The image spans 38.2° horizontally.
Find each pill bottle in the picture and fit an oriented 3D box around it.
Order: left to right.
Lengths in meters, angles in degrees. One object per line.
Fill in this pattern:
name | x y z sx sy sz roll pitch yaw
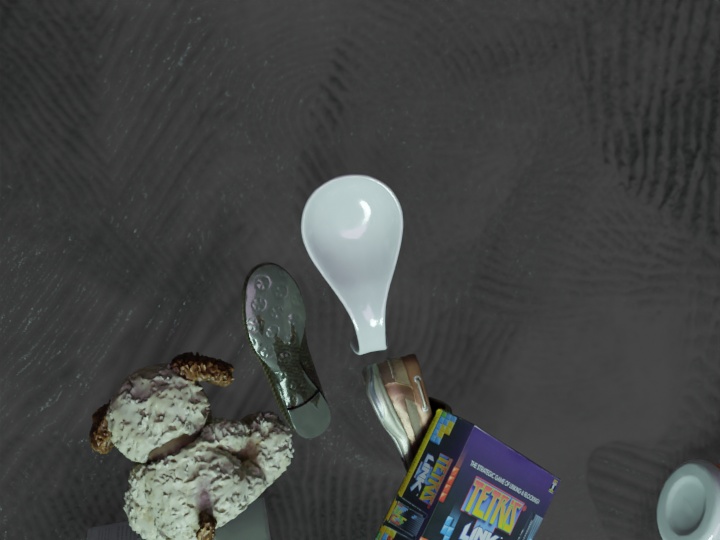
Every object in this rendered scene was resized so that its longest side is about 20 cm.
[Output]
pill bottle | 0.461 0.302 1.230 0.197 0.113 0.114 20 113 -20

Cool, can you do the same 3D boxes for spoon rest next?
spoon rest | 0.000 0.000 1.008 0.098 0.061 0.203 -13 121 -4

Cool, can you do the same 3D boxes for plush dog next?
plush dog | -0.184 0.177 1.034 0.198 0.160 0.173 -30 94 5

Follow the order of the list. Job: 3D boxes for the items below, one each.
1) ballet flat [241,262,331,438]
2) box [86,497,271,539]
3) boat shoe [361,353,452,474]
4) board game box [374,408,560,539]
ballet flat | -0.077 0.080 1.049 0.067 0.046 0.202 -25 118 -14
box | -0.191 0.342 1.134 0.196 0.098 0.126 -8 119 -6
boat shoe | 0.070 0.173 1.108 0.071 0.076 0.202 -26 121 2
board game box | 0.117 0.260 1.104 0.199 0.056 0.167 35 80 -45
